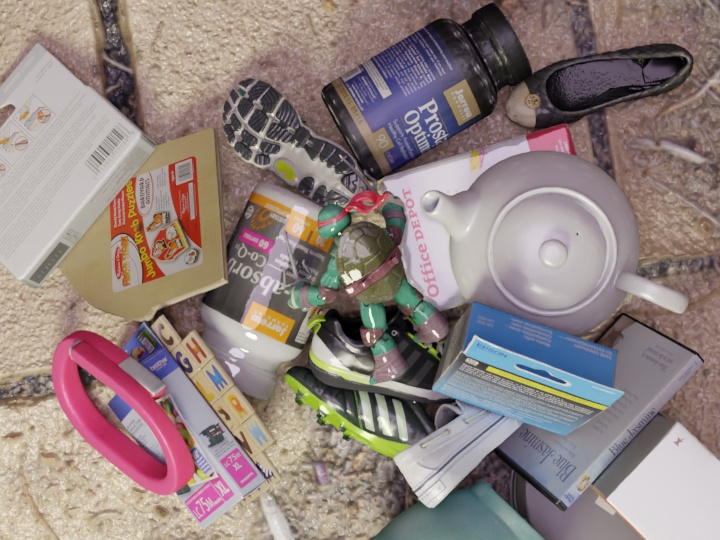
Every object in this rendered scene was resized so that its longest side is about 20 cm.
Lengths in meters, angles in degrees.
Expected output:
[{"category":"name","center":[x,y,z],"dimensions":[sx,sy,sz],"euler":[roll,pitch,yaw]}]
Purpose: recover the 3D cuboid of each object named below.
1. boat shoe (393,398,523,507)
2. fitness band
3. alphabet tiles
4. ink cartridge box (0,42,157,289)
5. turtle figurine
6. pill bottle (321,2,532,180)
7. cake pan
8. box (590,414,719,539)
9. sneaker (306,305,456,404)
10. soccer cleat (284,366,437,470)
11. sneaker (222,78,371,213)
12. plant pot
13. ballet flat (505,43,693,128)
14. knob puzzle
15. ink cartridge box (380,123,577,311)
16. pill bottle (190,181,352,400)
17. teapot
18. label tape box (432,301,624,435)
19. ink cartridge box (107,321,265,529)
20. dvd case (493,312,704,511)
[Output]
[{"category":"boat shoe","center":[0.105,0.155,1.453],"dimensions":[0.067,0.200,0.074],"euler":[49,127,5]},{"category":"fitness band","center":[-0.241,0.144,1.479],"dimensions":[0.199,0.144,0.037],"euler":[34,49,28]},{"category":"alphabet tiles","center":[-0.158,0.143,1.483],"dimensions":[0.006,0.166,0.201],"euler":[-34,86,-35]},{"category":"ink cartridge box","center":[-0.339,-0.111,1.550],"dimensions":[0.173,0.044,0.200],"euler":[41,91,23]},{"category":"turtle figurine","center":[0.000,0.000,1.407],"dimensions":[0.149,0.101,0.201],"euler":[-34,104,-6]},{"category":"pill bottle","center":[0.068,-0.185,1.497],"dimensions":[0.199,0.112,0.112],"euler":[-30,87,2]},{"category":"cake pan","center":[0.253,0.228,1.511],"dimensions":[0.198,0.037,0.202],"euler":[0,88,2]},{"category":"box","center":[0.295,0.213,1.390],"dimensions":[0.124,0.200,0.098],"euler":[44,90,4]},{"category":"sneaker","center":[0.043,0.079,1.482],"dimensions":[0.198,0.072,0.083],"euler":[5,117,-13]},{"category":"soccer cleat","center":[0.016,0.143,1.518],"dimensions":[0.199,0.068,0.081],"euler":[30,73,2]},{"category":"sneaker","center":[-0.066,-0.121,1.521],"dimensions":[0.200,0.080,0.078],"euler":[43,97,22]},{"category":"plant pot","center":[0.117,0.291,1.437],"dimensions":[0.200,0.200,0.134],"euler":[44,87,3]},{"category":"ballet flat","center":[0.244,-0.196,1.516],"dimensions":[0.198,0.057,0.067],"euler":[-17,86,2]},{"category":"knob puzzle","center":[-0.224,-0.036,1.521],"dimensions":[0.218,0.030,0.222],"euler":[-10,65,23]},{"category":"ink cartridge box","center":[0.133,-0.051,1.502],"dimensions":[0.198,0.086,0.149],"euler":[-15,90,3]},{"category":"pill bottle","center":[-0.094,0.021,1.496],"dimensions":[0.116,0.116,0.201],"euler":[24,89,3]},{"category":"teapot","center":[0.180,-0.019,1.385],"dimensions":[0.199,0.146,0.199],"euler":[-23,94,2]},{"category":"label tape box","center":[0.156,0.085,1.357],"dimensions":[0.142,0.200,0.067],"euler":[19,71,-2]},{"category":"ink cartridge box","center":[-0.189,0.160,1.496],"dimensions":[0.042,0.119,0.201],"euler":[-33,84,-36]},{"category":"dvd case","center":[0.232,0.136,1.461],"dimensions":[0.200,0.143,0.018],"euler":[-46,116,-4]}]
